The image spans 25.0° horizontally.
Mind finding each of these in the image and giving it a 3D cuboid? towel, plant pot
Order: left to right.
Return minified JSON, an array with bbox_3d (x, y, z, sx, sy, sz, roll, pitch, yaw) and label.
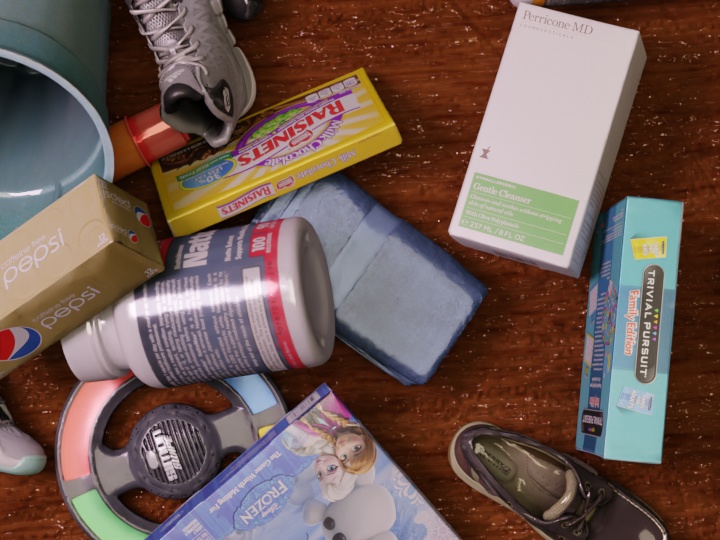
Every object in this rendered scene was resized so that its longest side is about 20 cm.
[{"bbox_3d":[-0.279,-0.155,1.266,0.200,0.200,0.196,2,45,0],"label":"plant pot"},{"bbox_3d":[0.000,0.000,1.350,0.200,0.049,0.112,37,86,3],"label":"towel"}]

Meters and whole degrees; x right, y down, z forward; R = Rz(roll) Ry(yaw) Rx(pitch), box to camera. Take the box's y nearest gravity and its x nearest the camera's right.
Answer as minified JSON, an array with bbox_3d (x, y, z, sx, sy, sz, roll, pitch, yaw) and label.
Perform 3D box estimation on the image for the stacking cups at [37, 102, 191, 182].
[{"bbox_3d":[-0.235,-0.077,1.340,0.200,0.061,0.061,-24,87,3],"label":"stacking cups"}]

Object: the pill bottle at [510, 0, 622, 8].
[{"bbox_3d":[0.219,-0.280,1.334,0.200,0.116,0.116,-5,86,0],"label":"pill bottle"}]

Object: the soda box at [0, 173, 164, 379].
[{"bbox_3d":[-0.248,0.013,1.234,0.200,0.064,0.068,-33,56,19],"label":"soda box"}]

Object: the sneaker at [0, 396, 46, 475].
[{"bbox_3d":[-0.326,0.072,1.329,0.200,0.078,0.140,27,87,1],"label":"sneaker"}]

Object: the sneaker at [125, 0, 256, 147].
[{"bbox_3d":[-0.145,-0.185,1.288,0.075,0.116,0.200,-21,120,19],"label":"sneaker"}]

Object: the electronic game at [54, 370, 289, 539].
[{"bbox_3d":[-0.153,0.150,1.342,0.200,0.042,0.200,0,87,0],"label":"electronic game"}]

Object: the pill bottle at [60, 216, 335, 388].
[{"bbox_3d":[-0.130,0.030,1.278,0.200,0.120,0.120,-9,86,11],"label":"pill bottle"}]

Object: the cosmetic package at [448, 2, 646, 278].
[{"bbox_3d":[0.155,-0.105,1.330,0.108,0.085,0.200,15,88,15],"label":"cosmetic package"}]

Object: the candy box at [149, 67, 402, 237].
[{"bbox_3d":[-0.073,-0.098,1.335,0.200,0.102,0.026,-24,130,-2],"label":"candy box"}]

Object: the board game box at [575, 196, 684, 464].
[{"bbox_3d":[0.213,0.049,1.295,0.047,0.151,0.200,5,87,0],"label":"board game box"}]

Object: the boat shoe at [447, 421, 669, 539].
[{"bbox_3d":[0.164,0.189,1.328,0.200,0.065,0.073,26,85,1],"label":"boat shoe"}]

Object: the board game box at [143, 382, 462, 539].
[{"bbox_3d":[-0.038,0.231,1.317,0.200,0.043,0.199,-41,101,-3],"label":"board game box"}]

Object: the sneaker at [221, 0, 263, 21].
[{"bbox_3d":[-0.164,-0.277,1.366,0.088,0.076,0.200,-38,83,12],"label":"sneaker"}]
